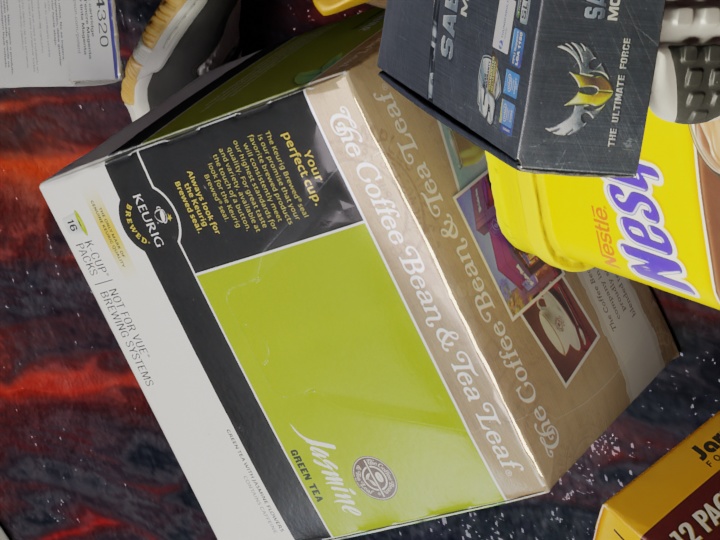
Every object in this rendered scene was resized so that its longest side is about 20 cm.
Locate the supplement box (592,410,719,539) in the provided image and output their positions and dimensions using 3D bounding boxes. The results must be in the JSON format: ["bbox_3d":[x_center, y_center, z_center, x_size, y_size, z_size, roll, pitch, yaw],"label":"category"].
[{"bbox_3d":[0.200,0.183,1.151,0.200,0.133,0.198,39,144,25],"label":"supplement box"}]

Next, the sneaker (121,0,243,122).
[{"bbox_3d":[-0.072,-0.077,1.367,0.087,0.076,0.200,28,142,7],"label":"sneaker"}]

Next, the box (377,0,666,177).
[{"bbox_3d":[0.063,-0.147,0.970,0.158,0.051,0.201,-135,52,-66],"label":"box"}]

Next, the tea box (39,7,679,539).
[{"bbox_3d":[0.000,0.000,1.218,0.196,0.134,0.201,-15,106,41],"label":"tea box"}]

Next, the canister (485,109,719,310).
[{"bbox_3d":[0.146,-0.051,1.062,0.200,0.086,0.149,20,132,42],"label":"canister"}]

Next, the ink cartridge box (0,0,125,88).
[{"bbox_3d":[-0.163,-0.189,1.343,0.200,0.043,0.197,4,100,52],"label":"ink cartridge box"}]

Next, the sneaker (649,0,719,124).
[{"bbox_3d":[0.120,-0.153,0.981,0.081,0.075,0.201,8,94,61],"label":"sneaker"}]

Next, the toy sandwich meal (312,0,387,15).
[{"bbox_3d":[-0.005,-0.199,1.116,0.205,0.070,0.206,22,120,43],"label":"toy sandwich meal"}]

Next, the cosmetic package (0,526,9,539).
[{"bbox_3d":[-0.373,0.185,1.865,0.200,0.200,0.123,56,146,-1],"label":"cosmetic package"}]
